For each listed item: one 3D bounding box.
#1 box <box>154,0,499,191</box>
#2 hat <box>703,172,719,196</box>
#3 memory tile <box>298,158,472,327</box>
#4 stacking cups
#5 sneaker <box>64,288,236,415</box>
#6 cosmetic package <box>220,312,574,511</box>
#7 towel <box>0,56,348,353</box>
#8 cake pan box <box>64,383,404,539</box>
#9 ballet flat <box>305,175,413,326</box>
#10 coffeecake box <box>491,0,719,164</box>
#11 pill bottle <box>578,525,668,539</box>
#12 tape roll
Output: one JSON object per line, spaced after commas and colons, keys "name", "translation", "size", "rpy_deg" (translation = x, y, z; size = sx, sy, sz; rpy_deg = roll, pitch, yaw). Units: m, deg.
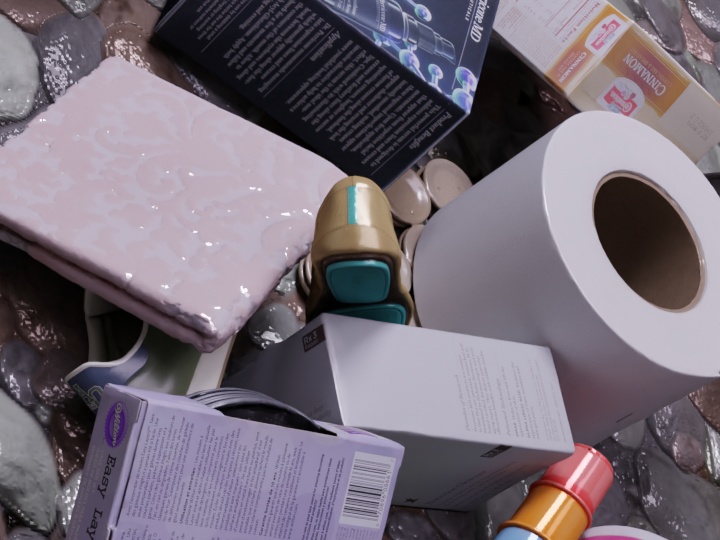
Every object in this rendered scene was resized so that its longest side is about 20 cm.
{"name": "box", "translation": [-0.019, -0.179, 1.507], "size": [0.200, 0.107, 0.149], "rpy_deg": [35, 41, -18]}
{"name": "hat", "translation": [0.344, -0.013, 1.772], "size": [0.200, 0.081, 0.201], "rpy_deg": [23, 51, -32]}
{"name": "memory tile", "translation": [0.029, -0.004, 1.519], "size": [0.200, 0.017, 0.153], "rpy_deg": [-11, 72, -46]}
{"name": "stacking cups", "translation": [0.094, 0.191, 1.386], "size": [0.061, 0.060, 0.200], "rpy_deg": [45, 55, -11]}
{"name": "sneaker", "translation": [-0.122, 0.017, 1.322], "size": [0.090, 0.067, 0.200], "rpy_deg": [34, 45, -23]}
{"name": "cosmetic package", "translation": [0.024, 0.093, 1.379], "size": [0.200, 0.113, 0.081], "rpy_deg": [7, 59, -39]}
{"name": "towel", "translation": [-0.122, -0.043, 1.328], "size": [0.191, 0.032, 0.200], "rpy_deg": [27, 38, 11]}
{"name": "cake pan box", "translation": [-0.078, 0.167, 1.204], "size": [0.184, 0.052, 0.200], "rpy_deg": [12, 92, -39]}
{"name": "ballet flat", "translation": [0.000, 0.000, 1.335], "size": [0.069, 0.200, 0.063], "rpy_deg": [-2, 70, -5]}
{"name": "coffeecake box", "translation": [0.161, -0.166, 1.610], "size": [0.153, 0.073, 0.200], "rpy_deg": [35, 10, -45]}
{"name": "pill bottle", "translation": [0.153, 0.271, 1.381], "size": [0.113, 0.113, 0.200], "rpy_deg": [40, 44, -17]}
{"name": "tape roll", "translation": [0.155, 0.008, 1.510], "size": [0.203, 0.139, 0.203], "rpy_deg": [23, 51, -32]}
